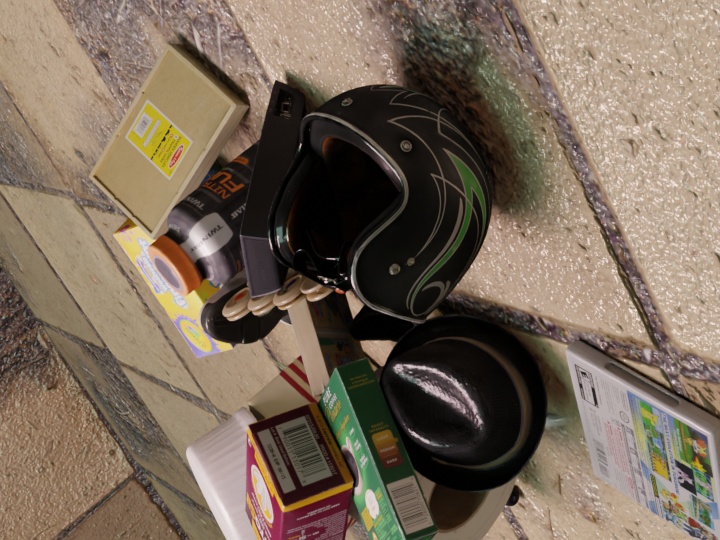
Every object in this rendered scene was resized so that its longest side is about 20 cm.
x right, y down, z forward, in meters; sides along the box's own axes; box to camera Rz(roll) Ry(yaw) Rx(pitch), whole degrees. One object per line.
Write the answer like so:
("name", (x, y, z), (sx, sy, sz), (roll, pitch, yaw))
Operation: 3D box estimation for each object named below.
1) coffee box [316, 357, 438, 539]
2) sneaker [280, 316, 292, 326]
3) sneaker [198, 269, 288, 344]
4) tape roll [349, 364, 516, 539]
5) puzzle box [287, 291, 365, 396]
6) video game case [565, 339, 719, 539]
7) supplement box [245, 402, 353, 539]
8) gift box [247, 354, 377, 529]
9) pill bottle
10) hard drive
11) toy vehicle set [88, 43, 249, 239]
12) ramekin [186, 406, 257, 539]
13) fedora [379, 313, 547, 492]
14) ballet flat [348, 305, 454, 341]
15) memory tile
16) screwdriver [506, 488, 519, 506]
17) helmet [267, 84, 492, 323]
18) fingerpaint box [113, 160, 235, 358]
("coffee box", (0.016, 0.205, 1.524), (0.123, 0.044, 0.201), (112, 138, -62))
("sneaker", (-0.108, -0.008, 1.836), (0.080, 0.074, 0.201), (7, 133, 58))
("sneaker", (-0.148, 0.027, 1.721), (0.115, 0.200, 0.076), (16, 114, 32))
("tape roll", (0.071, 0.222, 1.677), (0.139, 0.202, 0.204), (30, 152, 42))
("puzzle box", (-0.036, 0.078, 1.682), (0.200, 0.025, 0.134), (10, -118, -76))
("video game case", (0.287, 0.176, 1.410), (0.182, 0.022, 0.201), (31, 151, 42))
("supplement box", (-0.073, 0.254, 1.622), (0.201, 0.085, 0.111), (97, 151, -53))
("gift box", (-0.034, 0.231, 1.922), (0.186, 0.200, 0.185), (38, 161, 26))
("pill bottle", (-0.148, -0.058, 1.652), (0.106, 0.200, 0.107), (41, 157, 21))
("hard drive", (-0.088, -0.085, 1.532), (0.042, 0.201, 0.135), (6, 148, 6))
("toy vehicle set", (-0.231, -0.152, 1.714), (0.124, 0.201, 0.026), (43, -159, 20))
("ramekin", (-0.147, 0.289, 1.880), (0.201, 0.097, 0.201), (57, 165, 23))
("fedora", (0.092, 0.135, 1.502), (0.200, 0.201, 0.091), (39, -169, 26))
("ballet flat", (0.053, 0.068, 1.656), (0.067, 0.057, 0.200), (55, 159, -15))
("memory tile", (-0.061, -0.008, 1.574), (0.199, 0.154, 0.017), (-14, 120, 49))
("screwdriver", (0.133, 0.266, 1.860), (0.029, 0.028, 0.199), (29, 172, -38))
("helmet", (0.025, -0.067, 1.302), (0.199, 0.192, 0.200), (22, -178, -1))
("fingerpaint box", (-0.200, -0.019, 1.859), (0.073, 0.167, 0.201), (-15, 115, 38))
